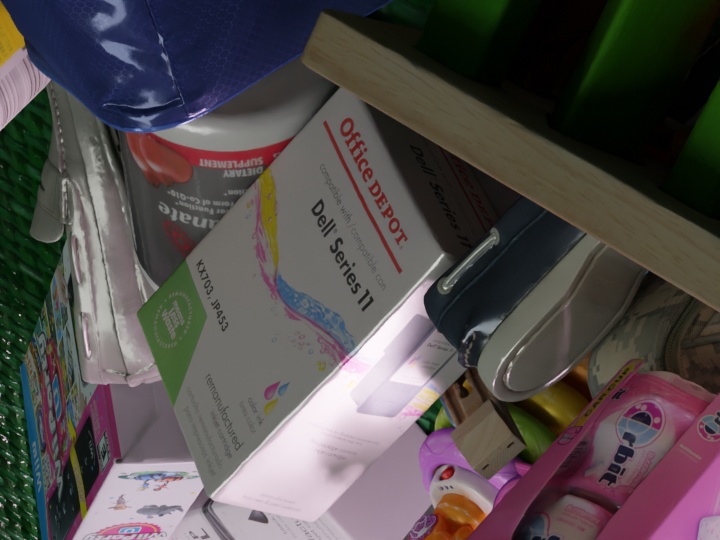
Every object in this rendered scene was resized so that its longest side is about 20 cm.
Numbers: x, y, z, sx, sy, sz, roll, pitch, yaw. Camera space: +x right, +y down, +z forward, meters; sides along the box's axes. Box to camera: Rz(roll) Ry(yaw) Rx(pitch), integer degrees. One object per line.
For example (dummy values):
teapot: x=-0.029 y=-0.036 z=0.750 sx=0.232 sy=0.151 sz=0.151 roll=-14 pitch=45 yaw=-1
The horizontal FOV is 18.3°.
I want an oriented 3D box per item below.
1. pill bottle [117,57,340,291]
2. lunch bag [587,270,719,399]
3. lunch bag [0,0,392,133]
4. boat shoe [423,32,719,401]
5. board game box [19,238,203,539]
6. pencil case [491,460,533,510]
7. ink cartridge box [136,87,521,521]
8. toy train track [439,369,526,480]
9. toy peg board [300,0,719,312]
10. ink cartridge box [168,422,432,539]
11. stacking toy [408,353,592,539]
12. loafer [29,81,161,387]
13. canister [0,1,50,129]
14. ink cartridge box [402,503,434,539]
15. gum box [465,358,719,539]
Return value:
pill bottle: x=-0.057 y=-0.043 z=1.070 sx=0.111 sy=0.111 sz=0.200 roll=28 pitch=147 yaw=21
lunch bag: x=0.217 y=0.055 z=0.860 sx=0.200 sy=0.139 sz=0.168 roll=50 pitch=155 yaw=-13
lunch bag: x=-0.051 y=-0.163 z=0.831 sx=0.136 sy=0.200 sz=0.132 roll=34 pitch=151 yaw=49
boat shoe: x=0.104 y=-0.039 z=0.858 sx=0.062 sy=0.200 sz=0.075 roll=48 pitch=-162 yaw=29
board game box: x=-0.145 y=0.081 z=1.296 sx=0.200 sy=0.064 sz=0.148 roll=122 pitch=141 yaw=-59
pencil case: x=0.147 y=0.113 z=0.967 sx=0.088 sy=0.200 sz=0.088 roll=7 pitch=99 yaw=51
ink cartridge box: x=0.000 y=0.000 z=0.963 sx=0.067 sy=0.200 sz=0.117 roll=21 pitch=-148 yaw=-42
toy train track: x=0.030 y=0.023 z=1.009 sx=0.033 sy=0.115 sz=0.200 roll=41 pitch=-167 yaw=-30
toy peg board: x=0.124 y=-0.054 z=0.686 sx=0.200 sy=0.199 sz=0.098 roll=33 pitch=105 yaw=27
ink cartridge box: x=-0.015 y=0.161 z=1.308 sx=0.145 sy=0.084 sz=0.200 roll=48 pitch=149 yaw=-12
stacking toy: x=0.068 y=0.085 z=1.005 sx=0.116 sy=0.200 sz=0.110 roll=-8 pitch=125 yaw=53
loafer: x=-0.141 y=-0.034 z=1.160 sx=0.070 sy=0.070 sz=0.200 roll=-12 pitch=99 yaw=10
canister: x=-0.143 y=-0.161 z=0.924 sx=0.087 sy=0.200 sz=0.149 roll=10 pitch=138 yaw=40
ink cartridge box: x=0.114 y=0.184 z=1.136 sx=0.200 sy=0.146 sz=0.084 roll=43 pitch=151 yaw=-2
gum box: x=0.116 y=0.139 z=0.838 sx=0.066 sy=0.114 sz=0.200 roll=18 pitch=146 yaw=44
